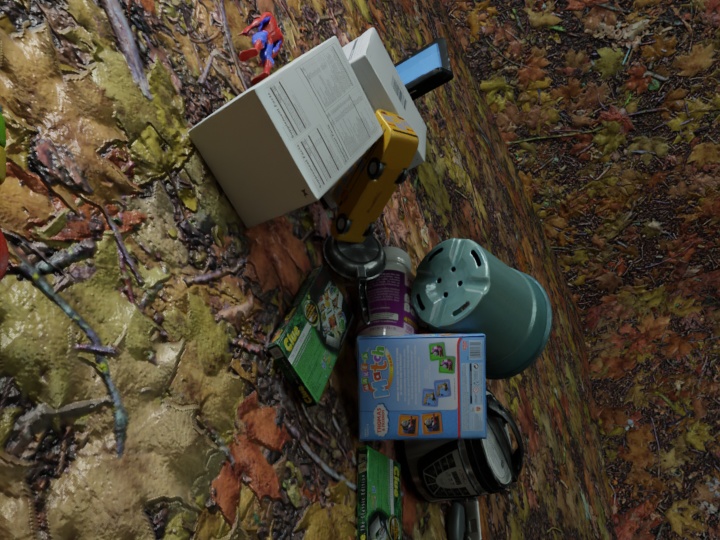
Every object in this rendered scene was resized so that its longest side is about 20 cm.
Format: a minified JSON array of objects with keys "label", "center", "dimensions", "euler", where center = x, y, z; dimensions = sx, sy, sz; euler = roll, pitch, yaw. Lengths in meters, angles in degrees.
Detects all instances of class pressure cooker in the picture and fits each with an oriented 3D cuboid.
[{"label":"pressure cooker","center":[0.180,0.295,0.992],"dimensions":[0.175,0.195,0.184],"euler":[32,46,-51]}]

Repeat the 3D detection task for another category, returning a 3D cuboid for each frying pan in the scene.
[{"label":"frying pan","center":[-0.015,-0.007,0.941],"dimensions":[0.111,0.031,0.193],"euler":[19,44,-1]}]

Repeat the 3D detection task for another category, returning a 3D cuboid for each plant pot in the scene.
[{"label":"plant pot","center":[0.195,0.055,0.970],"dimensions":[0.195,0.196,0.206],"euler":[34,43,-42]}]

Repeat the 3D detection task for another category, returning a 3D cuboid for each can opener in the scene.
[{"label":"can opener","center":[0.198,0.424,1.105],"dimensions":[0.067,0.051,0.204],"euler":[46,35,-37]}]

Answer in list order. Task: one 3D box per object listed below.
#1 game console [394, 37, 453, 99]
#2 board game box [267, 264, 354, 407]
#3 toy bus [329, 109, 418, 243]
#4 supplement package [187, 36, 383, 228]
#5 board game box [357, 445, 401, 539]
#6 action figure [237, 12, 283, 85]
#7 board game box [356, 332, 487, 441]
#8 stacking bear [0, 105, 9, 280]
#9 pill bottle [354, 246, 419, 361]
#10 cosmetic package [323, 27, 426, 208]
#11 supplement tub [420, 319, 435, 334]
[{"label":"game console","center":[0.111,-0.469,1.366],"dimensions":[0.175,0.196,0.120],"euler":[-26,93,-63]},{"label":"board game box","center":[-0.065,0.088,0.834],"dimensions":[0.107,0.023,0.201],"euler":[61,27,-21]},{"label":"toy bus","center":[0.013,-0.141,0.905],"dimensions":[0.064,0.202,0.079],"euler":[2,43,-40]},{"label":"supplement package","center":[-0.096,-0.190,0.790],"dimensions":[0.153,0.149,0.201],"euler":[59,43,-20]},{"label":"board game box","center":[0.029,0.375,0.843],"dimensions":[0.104,0.023,0.205],"euler":[41,40,-43]},{"label":"action figure","center":[-0.161,-0.374,0.946],"dimensions":[0.066,0.050,0.203],"euler":[57,24,-35]},{"label":"board game box","center":[0.092,0.176,0.870],"dimensions":[0.037,0.192,0.157],"euler":[-87,175,-89]},{"label":"stacking bear","center":[-0.309,-0.077,0.406],"dimensions":[0.113,0.118,0.207],"euler":[-16,96,-56]},{"label":"pill bottle","center":[0.048,0.063,0.988],"dimensions":[0.112,0.110,0.205],"euler":[45,36,-40]},{"label":"cosmetic package","center":[-0.017,-0.249,0.970],"dimensions":[0.201,0.195,0.125],"euler":[53,29,-29]},{"label":"supplement tub","center":[0.108,0.123,1.074],"dimensions":[0.108,0.104,0.203],"euler":[52,32,-31]}]
